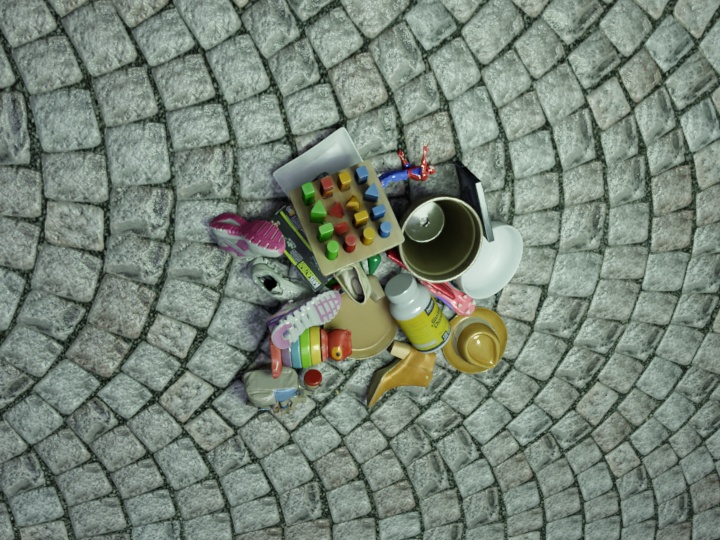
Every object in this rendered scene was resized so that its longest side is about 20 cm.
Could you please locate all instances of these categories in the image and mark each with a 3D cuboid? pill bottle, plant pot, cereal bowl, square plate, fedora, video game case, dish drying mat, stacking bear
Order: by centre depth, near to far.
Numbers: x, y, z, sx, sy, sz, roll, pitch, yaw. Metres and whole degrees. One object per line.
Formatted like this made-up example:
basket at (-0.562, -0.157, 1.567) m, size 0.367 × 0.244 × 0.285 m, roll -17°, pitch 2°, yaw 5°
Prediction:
video game case at (0.265, -0.165, 1.517) m, size 0.019 × 0.200 × 0.145 m, roll -17°, pitch 113°, yaw 1°
square plate at (-0.073, -0.200, 1.522) m, size 0.197 × 0.028 × 0.201 m, roll -32°, pitch 113°, yaw 1°
plant pot at (0.169, -0.096, 1.532) m, size 0.197 × 0.174 × 0.203 m, roll -3°, pitch 111°, yaw -8°
dish drying mat at (0.142, 0.005, 1.559) m, size 0.199 × 0.077 × 0.018 m, roll 34°, pitch 104°, yaw -15°
stacking bear at (-0.118, 0.186, 1.592) m, size 0.197 × 0.114 × 0.123 m, roll -3°, pitch 110°, yaw -3°
pill bottle at (0.140, 0.105, 1.621) m, size 0.111 × 0.112 × 0.201 m, roll -34°, pitch 122°, yaw 1°
cereal bowl at (0.305, -0.036, 1.621) m, size 0.198 × 0.083 × 0.202 m, roll -18°, pitch 126°, yaw -27°
plant pot at (0.001, 0.131, 1.659) m, size 0.197 × 0.028 × 0.203 m, roll -4°, pitch 110°, yaw -12°
fedora at (0.315, 0.200, 1.723) m, size 0.197 × 0.082 × 0.204 m, roll -4°, pitch 111°, yaw -11°

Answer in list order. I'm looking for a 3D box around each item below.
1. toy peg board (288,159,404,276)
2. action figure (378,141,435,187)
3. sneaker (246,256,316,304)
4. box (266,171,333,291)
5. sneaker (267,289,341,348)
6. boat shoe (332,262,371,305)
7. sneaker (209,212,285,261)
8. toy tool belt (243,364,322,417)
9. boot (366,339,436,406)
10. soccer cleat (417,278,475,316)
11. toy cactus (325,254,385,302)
toy peg board at (-0.027, -0.123, 1.383) m, size 0.197 × 0.098 × 0.202 m, roll -23°, pitch 83°, yaw -8°
action figure at (0.090, -0.248, 1.513) m, size 0.197 × 0.065 × 0.101 m, roll -9°, pitch 107°, yaw -25°
sneaker at (-0.185, 0.048, 1.559) m, size 0.199 × 0.081 × 0.076 m, roll 32°, pitch 99°, yaw -22°
box at (-0.092, -0.088, 1.489) m, size 0.193 × 0.048 × 0.201 m, roll -39°, pitch 95°, yaw 14°
sneaker at (-0.139, 0.098, 1.530) m, size 0.199 × 0.088 × 0.081 m, roll -31°, pitch 125°, yaw -20°
boat shoe at (-0.038, -0.015, 1.443) m, size 0.071 × 0.065 × 0.202 m, roll -27°, pitch 100°, yaw 10°
sneaker at (-0.250, -0.064, 1.476) m, size 0.081 × 0.198 × 0.089 m, roll -45°, pitch 142°, yaw -39°
toy tool belt at (-0.195, 0.304, 1.643) m, size 0.197 × 0.126 × 0.124 m, roll -5°, pitch 142°, yaw -8°
boot at (0.112, 0.290, 1.716) m, size 0.143 × 0.071 × 0.203 m, roll 23°, pitch 98°, yaw -16°
soccer cleat at (0.208, 0.048, 1.659) m, size 0.199 × 0.076 × 0.067 m, roll 38°, pitch 73°, yaw -6°
toy cactus at (0.000, 0.000, 1.553) m, size 0.199 × 0.102 × 0.166 m, roll -39°, pitch 78°, yaw 12°
